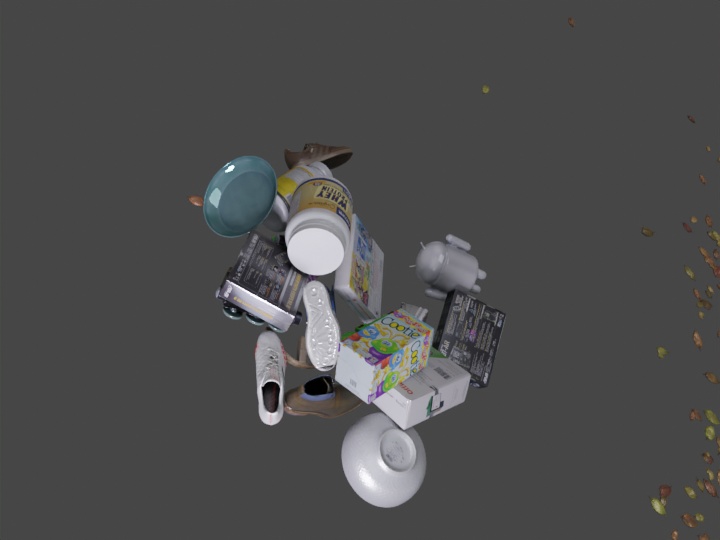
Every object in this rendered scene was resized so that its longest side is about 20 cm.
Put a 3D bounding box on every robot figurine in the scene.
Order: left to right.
[{"bbox_3d":[0.225,-0.004,1.832,0.198,0.113,0.172,22,88,-18],"label":"robot figurine"}]

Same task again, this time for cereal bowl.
[{"bbox_3d":[0.063,0.401,1.532,0.197,0.083,0.203,14,57,-23],"label":"cereal bowl"}]

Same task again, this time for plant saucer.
[{"bbox_3d":[-0.269,-0.165,1.627,0.036,0.197,0.203,39,36,-59],"label":"plant saucer"}]

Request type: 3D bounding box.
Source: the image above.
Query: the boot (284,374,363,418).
[{"bbox_3d":[-0.064,0.270,1.523,0.197,0.097,0.076,-1,64,-29],"label":"boot"}]

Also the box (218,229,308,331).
[{"bbox_3d":[-0.195,0.017,1.496,0.157,0.049,0.201,29,34,-12],"label":"box"}]

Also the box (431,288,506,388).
[{"bbox_3d":[0.268,0.171,1.772,0.158,0.043,0.203,25,68,-15],"label":"box"}]

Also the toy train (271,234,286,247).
[{"bbox_3d":[-0.124,-0.059,1.702,0.197,0.056,0.042,4,61,-28],"label":"toy train"}]

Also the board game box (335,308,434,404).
[{"bbox_3d":[0.053,0.179,1.521,0.104,0.104,0.199,29,37,33],"label":"board game box"}]

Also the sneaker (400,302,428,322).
[{"bbox_3d":[0.085,0.158,1.704,0.081,0.075,0.200,25,50,20],"label":"sneaker"}]

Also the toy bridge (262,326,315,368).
[{"bbox_3d":[-0.131,0.181,1.580,0.197,0.027,0.068,16,57,-20],"label":"toy bridge"}]

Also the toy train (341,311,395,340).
[{"bbox_3d":[0.023,0.142,1.621,0.198,0.056,0.042,-24,120,-33],"label":"toy train"}]

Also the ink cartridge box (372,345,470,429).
[{"bbox_3d":[0.127,0.258,1.601,0.198,0.086,0.146,-15,35,-37],"label":"ink cartridge box"}]

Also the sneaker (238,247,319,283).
[{"bbox_3d":[-0.185,0.002,1.625,0.197,0.080,0.090,18,70,-18],"label":"sneaker"}]

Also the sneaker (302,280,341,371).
[{"bbox_3d":[-0.081,0.128,1.574,0.079,0.147,0.203,-12,76,2],"label":"sneaker"}]

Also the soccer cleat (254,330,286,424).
[{"bbox_3d":[-0.186,0.218,1.479,0.067,0.085,0.203,1,67,-9],"label":"soccer cleat"}]

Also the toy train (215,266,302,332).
[{"bbox_3d":[-0.221,0.062,1.551,0.197,0.086,0.114,19,25,-20],"label":"toy train"}]

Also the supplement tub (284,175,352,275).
[{"bbox_3d":[-0.090,-0.100,1.557,0.143,0.145,0.201,23,36,-16],"label":"supplement tub"}]

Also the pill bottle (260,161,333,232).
[{"bbox_3d":[-0.156,-0.185,1.719,0.112,0.112,0.200,47,51,3],"label":"pill bottle"}]

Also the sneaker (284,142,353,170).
[{"bbox_3d":[-0.108,-0.305,1.842,0.198,0.070,0.076,-21,74,-37],"label":"sneaker"}]

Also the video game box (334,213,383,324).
[{"bbox_3d":[0.000,0.000,1.683,0.183,0.046,0.203,55,33,-51],"label":"video game box"}]
